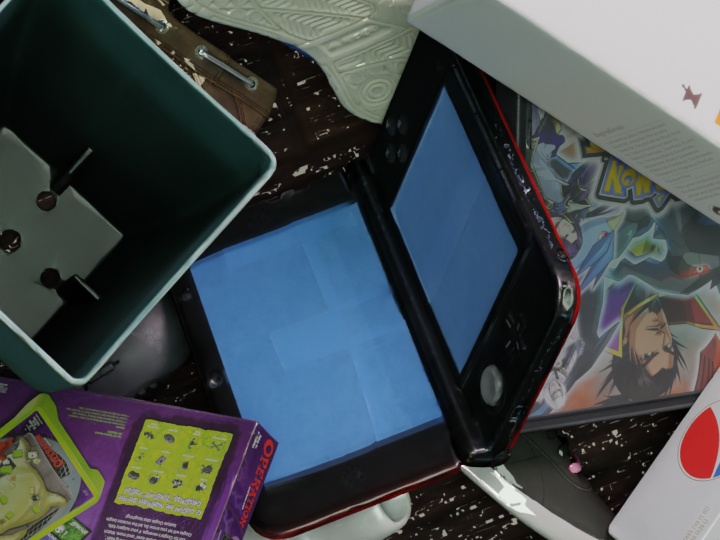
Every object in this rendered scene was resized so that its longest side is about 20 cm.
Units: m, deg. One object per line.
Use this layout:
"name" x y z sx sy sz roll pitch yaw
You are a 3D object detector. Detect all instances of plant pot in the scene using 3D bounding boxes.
"plant pot" -0.155 -0.029 1.385 0.141 0.200 0.141 43 73 -4

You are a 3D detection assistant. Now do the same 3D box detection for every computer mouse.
"computer mouse" -0.170 0.075 1.475 0.199 0.034 0.059 -35 95 -4

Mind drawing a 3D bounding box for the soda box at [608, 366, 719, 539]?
"soda box" 0.214 0.076 1.461 0.068 0.064 0.201 37 86 -36

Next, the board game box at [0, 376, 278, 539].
"board game box" -0.145 0.116 1.398 0.199 0.032 0.121 8 63 32

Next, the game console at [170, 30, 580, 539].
"game console" 0.000 0.000 1.397 0.118 0.173 0.201 0 46 -25

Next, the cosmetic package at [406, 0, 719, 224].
"cosmetic package" 0.132 -0.116 1.368 0.199 0.071 0.102 30 69 -21

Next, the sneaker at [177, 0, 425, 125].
"sneaker" -0.024 -0.151 1.465 0.199 0.112 0.077 23 123 -36

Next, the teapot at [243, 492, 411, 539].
"teapot" -0.087 0.189 1.429 0.196 0.146 0.201 7 91 -5

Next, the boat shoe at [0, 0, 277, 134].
"boat shoe" -0.126 -0.133 1.464 0.200 0.072 0.072 45 82 -15

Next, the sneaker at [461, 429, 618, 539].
"sneaker" 0.084 0.062 1.480 0.200 0.071 0.099 41 92 -1

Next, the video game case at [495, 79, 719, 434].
"video game case" 0.154 -0.019 1.453 0.199 0.025 0.182 -7 106 -30
